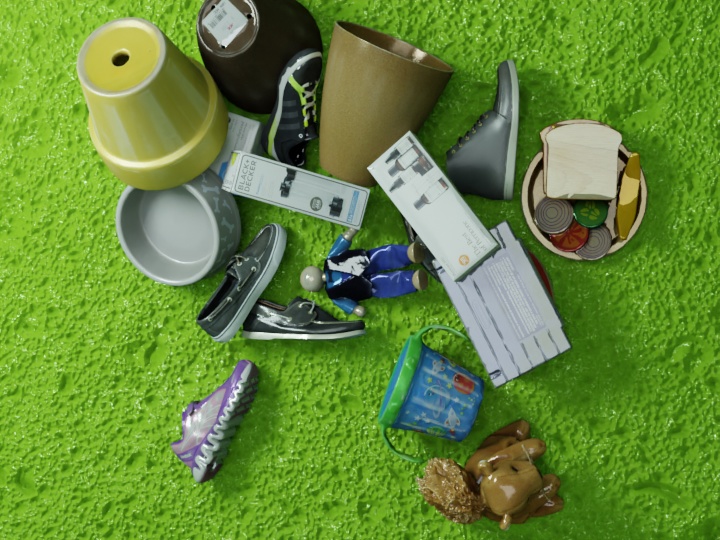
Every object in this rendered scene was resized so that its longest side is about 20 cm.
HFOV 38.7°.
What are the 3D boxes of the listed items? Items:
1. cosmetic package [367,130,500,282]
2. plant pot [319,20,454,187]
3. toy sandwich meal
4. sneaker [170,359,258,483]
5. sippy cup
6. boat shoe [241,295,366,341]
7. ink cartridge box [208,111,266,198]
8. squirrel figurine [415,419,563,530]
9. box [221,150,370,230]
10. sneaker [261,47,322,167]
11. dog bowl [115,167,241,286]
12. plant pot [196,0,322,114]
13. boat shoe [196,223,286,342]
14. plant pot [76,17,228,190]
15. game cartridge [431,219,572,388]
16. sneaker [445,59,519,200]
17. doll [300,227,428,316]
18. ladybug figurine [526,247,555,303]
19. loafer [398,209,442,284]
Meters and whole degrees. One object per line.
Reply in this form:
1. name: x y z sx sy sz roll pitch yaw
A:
1. cosmetic package: 0.102 -0.088 1.425 0.082 0.051 0.201 -39 82 11
2. plant pot: 0.016 -0.232 1.488 0.184 0.186 0.203 25 108 9
3. toy sandwich meal: 0.323 -0.116 1.473 0.201 0.070 0.210 0 90 10
4. sneaker: -0.228 0.220 1.572 0.088 0.080 0.203 30 96 17
5. sippy cup: 0.107 0.181 1.488 0.128 0.140 0.180 22 125 0
6. boat shoe: -0.087 0.073 1.546 0.196 0.072 0.069 3 88 15
7. ink cartridge box: -0.252 -0.199 1.580 0.197 0.068 0.118 19 93 10
8. squirrel figurine: 0.182 0.309 1.438 0.196 0.187 0.144 -18 87 10
9. box: -0.096 -0.118 1.491 0.196 0.117 0.061 15 93 -15
10. sneaker: -0.082 -0.233 1.517 0.083 0.071 0.202 42 135 21
11. dog bowl: -0.282 -0.069 1.553 0.196 0.059 0.204 7 114 16
12. plant pot: -0.166 -0.339 1.498 0.183 0.200 0.191 0 90 11
13. boat shoe: -0.178 0.011 1.541 0.068 0.056 0.202 12 70 53
14. plant pot: -0.304 -0.246 1.441 0.196 0.190 0.205 -4 64 8
15. game cartridge: 0.200 0.046 1.441 0.128 0.038 0.203 -27 83 7
16. sneaker: 0.178 -0.207 1.497 0.104 0.075 0.205 3 91 8
17. doll: 0.000 0.000 1.531 0.196 0.048 0.139 -9 93 24
18. ladybug figurine: 0.217 0.054 1.491 0.133 0.072 0.204 -8 88 10
19. loafer: 0.094 -0.066 1.518 0.071 0.063 0.203 -28 85 9
